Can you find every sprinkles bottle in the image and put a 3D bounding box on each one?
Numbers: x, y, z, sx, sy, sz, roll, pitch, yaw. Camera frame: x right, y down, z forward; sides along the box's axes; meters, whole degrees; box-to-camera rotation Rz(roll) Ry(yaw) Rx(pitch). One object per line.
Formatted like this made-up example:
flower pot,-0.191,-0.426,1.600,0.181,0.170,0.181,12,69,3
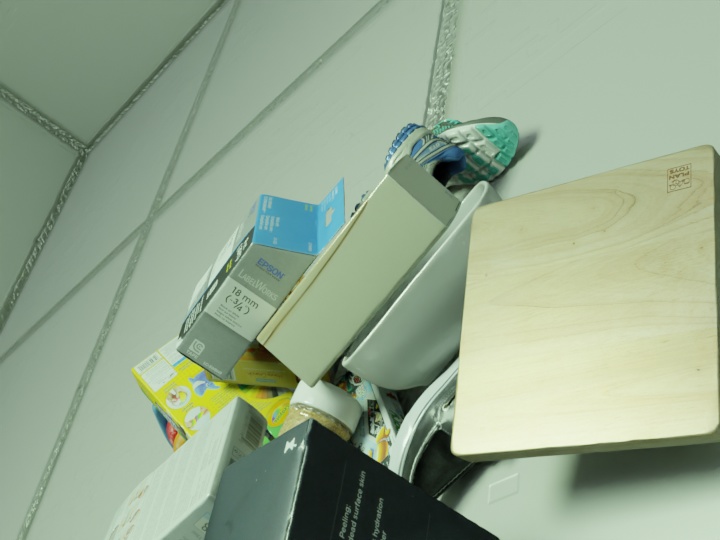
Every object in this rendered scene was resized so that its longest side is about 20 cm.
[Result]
sprinkles bottle,-0.066,0.202,0.903,0.068,0.068,0.203,-12,48,56

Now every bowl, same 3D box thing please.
bowl,0.076,0.019,0.900,0.201,0.074,0.200,-52,1,11

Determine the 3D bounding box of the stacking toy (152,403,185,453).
stacking toy,-0.157,0.223,1.115,0.114,0.111,0.201,-21,44,-6

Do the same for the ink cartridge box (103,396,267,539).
ink cartridge box,-0.176,0.231,0.930,0.200,0.047,0.161,-44,16,19

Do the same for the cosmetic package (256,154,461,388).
cosmetic package,0.000,0.000,0.901,0.201,0.073,0.104,-51,0,20

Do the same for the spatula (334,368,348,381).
spatula,-0.027,0.121,1.077,0.200,0.020,0.057,-46,20,23

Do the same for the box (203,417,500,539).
box,-0.013,0.248,0.679,0.117,0.199,0.199,-32,32,39

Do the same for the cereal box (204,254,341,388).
cereal box,-0.080,0.051,1.107,0.141,0.040,0.202,2,36,12

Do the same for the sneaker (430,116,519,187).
sneaker,0.104,-0.141,1.109,0.198,0.077,0.092,-18,38,50

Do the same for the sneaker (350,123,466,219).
sneaker,0.047,-0.056,1.004,0.084,0.077,0.203,19,74,23

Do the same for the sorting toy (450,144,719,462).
sorting toy,0.171,0.037,0.704,0.197,0.069,0.203,-14,58,39

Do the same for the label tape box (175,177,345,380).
label tape box,-0.098,-0.011,0.980,0.201,0.063,0.145,-52,15,16

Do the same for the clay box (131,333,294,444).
clay box,-0.152,0.143,1.084,0.114,0.048,0.199,-36,51,-20

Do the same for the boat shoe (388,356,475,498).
boat shoe,0.099,0.115,0.810,0.201,0.070,0.066,-50,22,-7

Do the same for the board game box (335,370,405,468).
board game box,-0.006,0.181,0.947,0.127,0.034,0.201,-50,25,13
